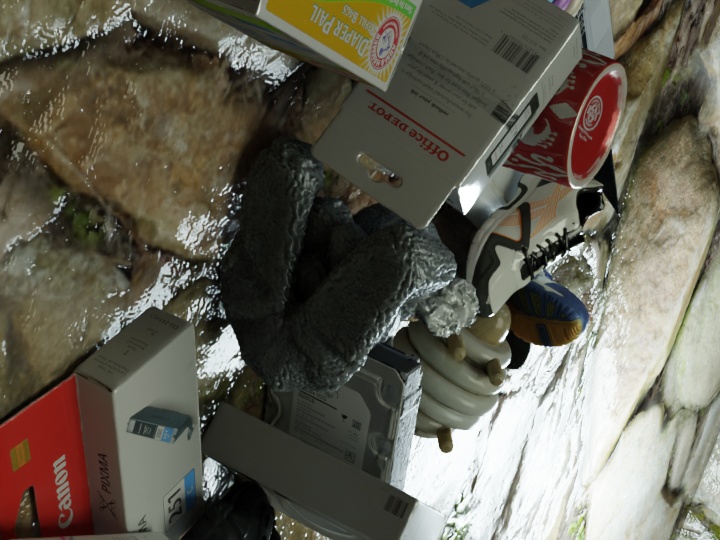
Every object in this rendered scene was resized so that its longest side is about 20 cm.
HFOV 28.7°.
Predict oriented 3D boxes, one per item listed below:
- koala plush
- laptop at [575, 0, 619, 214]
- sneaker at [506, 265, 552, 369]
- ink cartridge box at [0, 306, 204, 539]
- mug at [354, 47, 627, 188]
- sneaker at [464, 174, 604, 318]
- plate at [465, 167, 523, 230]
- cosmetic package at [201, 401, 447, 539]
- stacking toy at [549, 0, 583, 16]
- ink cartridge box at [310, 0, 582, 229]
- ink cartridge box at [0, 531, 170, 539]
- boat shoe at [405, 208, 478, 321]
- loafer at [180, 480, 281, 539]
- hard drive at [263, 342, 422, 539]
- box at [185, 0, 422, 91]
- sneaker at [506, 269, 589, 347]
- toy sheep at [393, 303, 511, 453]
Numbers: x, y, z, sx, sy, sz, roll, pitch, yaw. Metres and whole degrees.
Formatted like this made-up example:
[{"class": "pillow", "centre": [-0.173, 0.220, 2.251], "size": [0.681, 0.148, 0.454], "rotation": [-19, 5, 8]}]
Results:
[{"class": "koala plush", "centre": [0.000, 0.000, 1.147], "size": [0.199, 0.177, 0.185], "rotation": [-17, 139, -58]}, {"class": "laptop", "centre": [0.270, -0.207, 1.529], "size": [0.201, 0.115, 0.188], "rotation": [-56, 152, -20]}, {"class": "sneaker", "centre": [0.186, 0.022, 1.598], "size": [0.088, 0.074, 0.201], "rotation": [-39, 143, -40]}, {"class": "ink cartridge box", "centre": [-0.188, 0.154, 1.039], "size": [0.176, 0.044, 0.201], "rotation": [-42, 144, -43]}, {"class": "mug", "centre": [0.124, -0.161, 1.198], "size": [0.177, 0.199, 0.135], "rotation": [-33, 137, -48]}, {"class": "sneaker", "centre": [0.168, -0.032, 1.355], "size": [0.201, 0.079, 0.074], "rotation": [-54, 147, -27]}, {"class": "plate", "centre": [0.153, -0.133, 1.408], "size": [0.200, 0.032, 0.201], "rotation": [40, 63, -59]}, {"class": "cosmetic package", "centre": [-0.033, 0.178, 1.172], "size": [0.051, 0.199, 0.083], "rotation": [-64, 153, -6]}, {"class": "stacking toy", "centre": [0.129, -0.279, 1.261], "size": [0.199, 0.085, 0.086], "rotation": [14, 99, -58]}, {"class": "ink cartridge box", "centre": [0.066, -0.128, 1.076], "size": [0.201, 0.116, 0.068], "rotation": [-52, 162, -8]}, {"class": "ink cartridge box", "centre": [-0.212, 0.269, 0.989], "size": [0.199, 0.085, 0.149], "rotation": [10, 108, -51]}, {"class": "boat shoe", "centre": [0.073, -0.004, 1.388], "size": [0.072, 0.076, 0.200], "rotation": [-41, 176, 28]}, {"class": "loafer", "centre": [-0.100, 0.224, 1.173], "size": [0.068, 0.070, 0.201], "rotation": [-45, 177, 1]}, {"class": "hard drive", "centre": [-0.022, 0.143, 1.233], "size": [0.038, 0.139, 0.202], "rotation": [-29, 136, -50]}, {"class": "box", "centre": [-0.046, -0.205, 0.945], "size": [0.200, 0.112, 0.102], "rotation": [16, 97, -65]}, {"class": "sneaker", "centre": [0.175, 0.020, 1.442], "size": [0.088, 0.199, 0.076], "rotation": [-24, 113, -28]}, {"class": "toy sheep", "centre": [0.083, 0.106, 1.413], "size": [0.200, 0.138, 0.138], "rotation": [-51, 158, 18]}]
